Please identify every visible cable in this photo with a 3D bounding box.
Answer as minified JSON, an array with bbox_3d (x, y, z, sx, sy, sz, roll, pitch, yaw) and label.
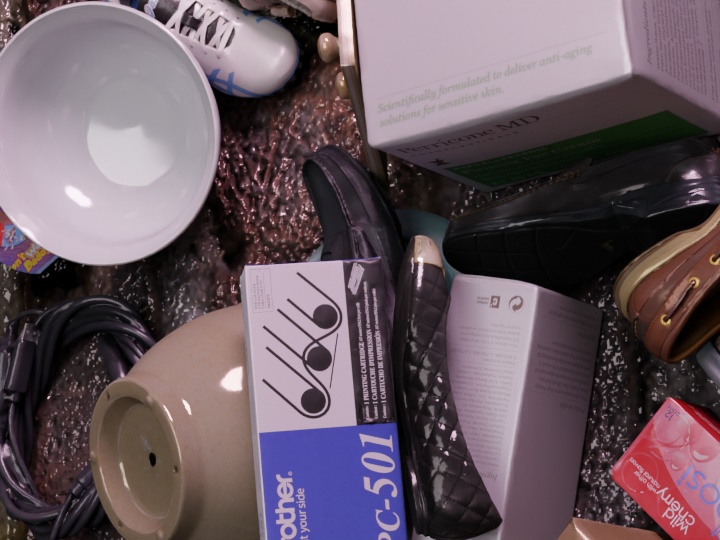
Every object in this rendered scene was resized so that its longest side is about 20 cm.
[{"bbox_3d":[-0.223,0.121,1.553,0.163,0.051,0.201,-1,78,28],"label":"cable"}]

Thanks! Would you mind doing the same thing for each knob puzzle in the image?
[{"bbox_3d":[-0.011,-0.182,1.382,0.030,0.220,0.220,-6,76,6],"label":"knob puzzle"}]

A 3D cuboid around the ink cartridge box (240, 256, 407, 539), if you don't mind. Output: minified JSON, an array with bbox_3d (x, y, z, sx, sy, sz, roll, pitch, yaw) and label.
[{"bbox_3d":[-0.025,0.095,1.288,0.094,0.044,0.201,-3,80,-8],"label":"ink cartridge box"}]

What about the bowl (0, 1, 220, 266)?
[{"bbox_3d":[-0.188,-0.108,1.525,0.200,0.090,0.202,2,97,17],"label":"bowl"}]

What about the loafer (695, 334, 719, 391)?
[{"bbox_3d":[0.287,0.101,1.205,0.063,0.072,0.200,-45,58,11],"label":"loafer"}]

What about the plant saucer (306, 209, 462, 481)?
[{"bbox_3d":[0.015,0.052,1.417,0.200,0.027,0.201,-6,78,32],"label":"plant saucer"}]

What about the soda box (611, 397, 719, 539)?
[{"bbox_3d":[0.251,0.168,1.217,0.200,0.063,0.070,44,105,31],"label":"soda box"}]

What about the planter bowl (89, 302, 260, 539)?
[{"bbox_3d":[-0.105,0.125,1.376,0.200,0.134,0.201,13,107,50],"label":"planter bowl"}]

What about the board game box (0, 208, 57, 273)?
[{"bbox_3d":[-0.266,-0.097,1.621,0.200,0.039,0.158,-39,62,22],"label":"board game box"}]

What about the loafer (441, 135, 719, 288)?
[{"bbox_3d":[0.152,-0.040,1.308,0.199,0.073,0.072,-8,52,9],"label":"loafer"}]

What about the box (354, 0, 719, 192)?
[{"bbox_3d":[0.119,-0.179,1.305,0.198,0.171,0.201,-13,74,30],"label":"box"}]

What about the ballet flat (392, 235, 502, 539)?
[{"bbox_3d":[0.052,0.075,1.263,0.057,0.066,0.201,-4,76,-6],"label":"ballet flat"}]

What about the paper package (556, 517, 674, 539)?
[{"bbox_3d":[0.194,0.253,1.161,0.200,0.190,0.104,43,102,31],"label":"paper package"}]

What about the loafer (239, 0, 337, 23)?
[{"bbox_3d":[-0.079,-0.229,1.511,0.200,0.072,0.063,42,112,40],"label":"loafer"}]

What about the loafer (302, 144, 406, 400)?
[{"bbox_3d":[0.000,0.000,1.370,0.070,0.068,0.201,-18,66,-18],"label":"loafer"}]

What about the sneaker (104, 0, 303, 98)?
[{"bbox_3d":[-0.129,-0.190,1.532,0.200,0.072,0.072,29,95,32],"label":"sneaker"}]

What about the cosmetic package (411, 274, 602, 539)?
[{"bbox_3d":[0.097,0.111,1.308,0.074,0.102,0.201,7,83,35],"label":"cosmetic package"}]

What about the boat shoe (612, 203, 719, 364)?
[{"bbox_3d":[0.254,-0.014,1.234,0.200,0.072,0.068,-39,46,17],"label":"boat shoe"}]
